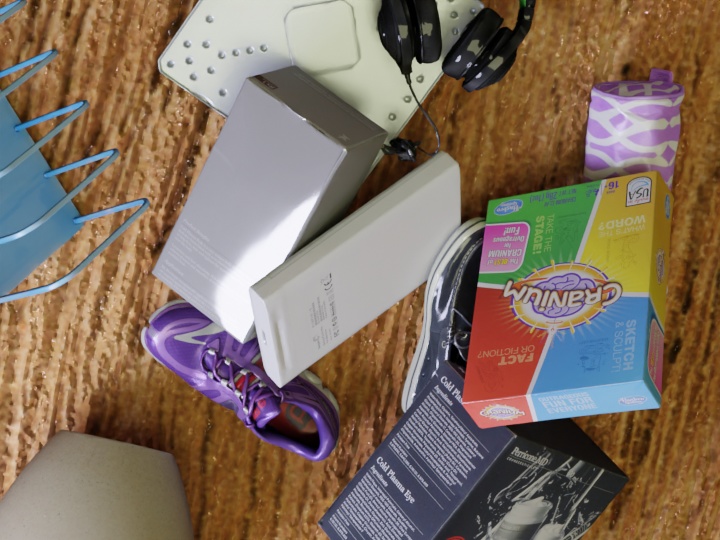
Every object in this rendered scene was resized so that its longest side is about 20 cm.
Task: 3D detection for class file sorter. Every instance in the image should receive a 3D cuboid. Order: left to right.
[{"bbox_3d":[-0.279,-0.091,1.281,0.122,0.139,0.201,-13,115,41],"label":"file sorter"}]

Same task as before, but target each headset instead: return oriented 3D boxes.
[{"bbox_3d":[0.066,-0.185,1.331,0.123,0.094,0.201,17,91,-7],"label":"headset"}]

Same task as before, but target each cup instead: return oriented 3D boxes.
[{"bbox_3d":[-0.223,0.216,1.401,0.199,0.200,0.144,15,80,-11],"label":"cup"}]

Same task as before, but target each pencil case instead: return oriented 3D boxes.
[{"bbox_3d":[0.232,-0.065,1.400,0.085,0.084,0.201,-17,117,-41],"label":"pencil case"}]

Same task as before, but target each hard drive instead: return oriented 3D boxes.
[{"bbox_3d":[0.000,0.000,1.347,0.200,0.026,0.132,-36,151,-19],"label":"hard drive"}]

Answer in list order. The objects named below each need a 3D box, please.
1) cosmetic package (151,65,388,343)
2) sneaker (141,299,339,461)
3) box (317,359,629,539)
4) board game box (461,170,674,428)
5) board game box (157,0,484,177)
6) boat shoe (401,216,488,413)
[{"bbox_3d":[-0.074,-0.054,1.329,0.107,0.090,0.200,38,115,14],"label":"cosmetic package"},{"bbox_3d":[-0.096,0.094,1.414,0.200,0.083,0.081,33,102,-14],"label":"sneaker"},{"bbox_3d":[0.100,0.197,1.410,0.200,0.104,0.182,24,107,-49],"label":"box"},{"bbox_3d":[0.167,0.022,1.307,0.152,0.201,0.040,-10,141,27],"label":"board game box"},{"bbox_3d":[-0.032,-0.194,1.356,0.200,0.026,0.200,34,102,-16],"label":"board game box"},{"bbox_3d":[0.089,0.050,1.418,0.074,0.062,0.201,-13,123,-50],"label":"boat shoe"}]
